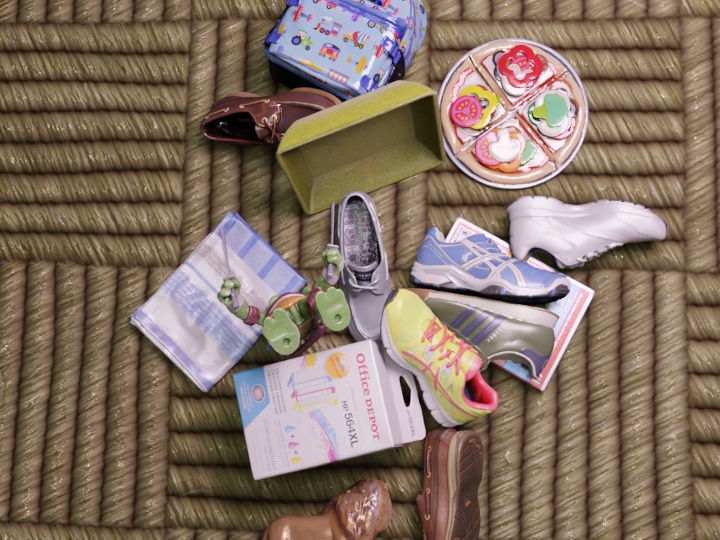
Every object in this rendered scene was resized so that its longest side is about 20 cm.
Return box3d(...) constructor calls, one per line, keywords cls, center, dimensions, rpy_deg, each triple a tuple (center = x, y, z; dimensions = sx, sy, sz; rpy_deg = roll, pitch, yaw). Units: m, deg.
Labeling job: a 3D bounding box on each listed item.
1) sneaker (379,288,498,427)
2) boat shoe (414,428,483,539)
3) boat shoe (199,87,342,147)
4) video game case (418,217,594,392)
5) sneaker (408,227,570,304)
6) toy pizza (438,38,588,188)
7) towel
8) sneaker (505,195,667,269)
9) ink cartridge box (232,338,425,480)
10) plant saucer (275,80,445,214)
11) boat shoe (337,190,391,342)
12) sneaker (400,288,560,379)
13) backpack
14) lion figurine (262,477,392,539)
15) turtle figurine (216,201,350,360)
box3d(cls="sneaker", center=(0.098, 0.098, 1.157), dimensions=(0.201, 0.090, 0.078), rpy_deg=(54, 49, -24))
box3d(cls="boat shoe", center=(0.103, 0.291, 1.200), dimensions=(0.067, 0.072, 0.203), rpy_deg=(5, 89, 39))
box3d(cls="boat shoe", center=(-0.113, -0.186, 1.251), dimensions=(0.198, 0.070, 0.071), rpy_deg=(3, 124, 32))
box3d(cls="video game case", center=(0.176, 0.042, 1.251), dimensions=(0.198, 0.017, 0.144), rpy_deg=(29, 85, 9))
box3d(cls="sneaker", center=(0.158, -0.004, 1.201), dimensions=(0.197, 0.076, 0.078), rpy_deg=(10, 81, 16))
box3d(cls="toy pizza", center=(0.197, -0.207, 1.280), dimensions=(0.197, 0.032, 0.204), rpy_deg=(-1, 81, 5))
box3d(cls="towel", center=(-0.185, 0.039, 1.279), dimensions=(0.147, 0.024, 0.200), rpy_deg=(43, 87, 9))
box3d(cls="sneaker", center=(0.279, -0.043, 1.229), dimensions=(0.197, 0.074, 0.089), rpy_deg=(1, 79, 14))
box3d(cls="ink cartridge box", center=(-0.031, 0.163, 1.183), dimensions=(0.197, 0.125, 0.130), rpy_deg=(-16, 80, 11))
box3d(cls="plant saucer", center=(0.001, -0.156, 1.208), dimensions=(0.197, 0.200, 0.048), rpy_deg=(-21, 71, 1))
box3d(cls="boat shoe", center=(0.001, -0.001, 1.241), dimensions=(0.069, 0.072, 0.204), rpy_deg=(-8, 87, 4))
box3d(cls="sneaker", center=(0.139, 0.080, 1.204), dimensions=(0.197, 0.067, 0.091), rpy_deg=(10, 83, 7))
box3d(cls="backpack", center=(-0.009, -0.311, 1.264), dimensions=(0.181, 0.135, 0.202), rpy_deg=(30, 82, 8))
box3d(cls="lion figurine", center=(-0.055, 0.325, 1.202), dimensions=(0.197, 0.073, 0.124), rpy_deg=(-9, 73, 8))
box3d(cls="turtle figurine", center=(-0.091, 0.014, 1.163), dimensions=(0.142, 0.194, 0.203), rpy_deg=(10, 96, -19))
